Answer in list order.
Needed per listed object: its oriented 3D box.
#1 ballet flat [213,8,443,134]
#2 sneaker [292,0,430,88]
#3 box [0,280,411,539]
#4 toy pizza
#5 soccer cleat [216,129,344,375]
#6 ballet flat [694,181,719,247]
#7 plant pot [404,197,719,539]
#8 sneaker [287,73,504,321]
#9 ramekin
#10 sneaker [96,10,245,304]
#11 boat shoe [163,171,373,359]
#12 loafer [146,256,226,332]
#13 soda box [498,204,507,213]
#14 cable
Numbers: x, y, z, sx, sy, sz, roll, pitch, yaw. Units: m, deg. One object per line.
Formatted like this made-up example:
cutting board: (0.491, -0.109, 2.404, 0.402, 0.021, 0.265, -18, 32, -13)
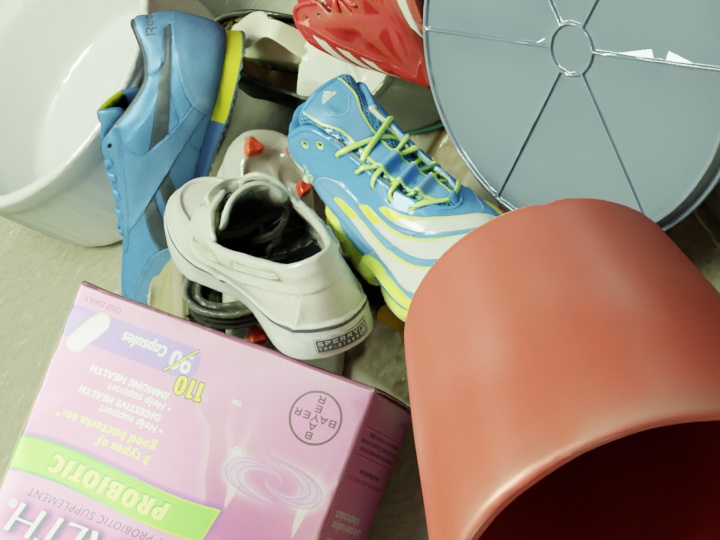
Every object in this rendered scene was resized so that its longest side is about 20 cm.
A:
ballet flat: (-0.022, -0.121, 1.531, 0.200, 0.068, 0.068, 11, 74, 46)
sneaker: (0.001, -0.156, 1.390, 0.115, 0.200, 0.078, 9, 61, 24)
box: (-0.095, 0.132, 1.371, 0.176, 0.097, 0.200, 20, 85, 16)
toy pizza: (0.113, -0.111, 1.268, 0.200, 0.032, 0.200, 14, 111, 40)
soccer cleat: (-0.051, 0.014, 1.493, 0.078, 0.069, 0.200, 129, 140, -57)
ballet flat: (0.203, -0.023, 1.273, 0.064, 0.067, 0.200, -67, 33, 35)
plant pot: (0.110, 0.074, 1.198, 0.200, 0.200, 0.177, -41, 42, 20)
sneaker: (0.010, -0.040, 1.324, 0.076, 0.105, 0.200, -42, 25, -8)
ramekin: (-0.177, -0.113, 1.654, 0.200, 0.098, 0.201, -22, 53, 33)
sneaker: (-0.128, -0.063, 1.550, 0.066, 0.078, 0.200, -110, 32, -62)
boat shoe: (-0.057, -0.019, 1.378, 0.072, 0.066, 0.200, -22, 30, -12)
loafer: (-0.104, 0.078, 1.490, 0.068, 0.076, 0.200, -23, 53, 26)
soda box: (0.122, -0.055, 1.351, 0.063, 0.070, 0.200, -2, 66, 43)
cable: (0.000, 0.000, 1.408, 0.200, 0.050, 0.097, 11, 67, 17)
